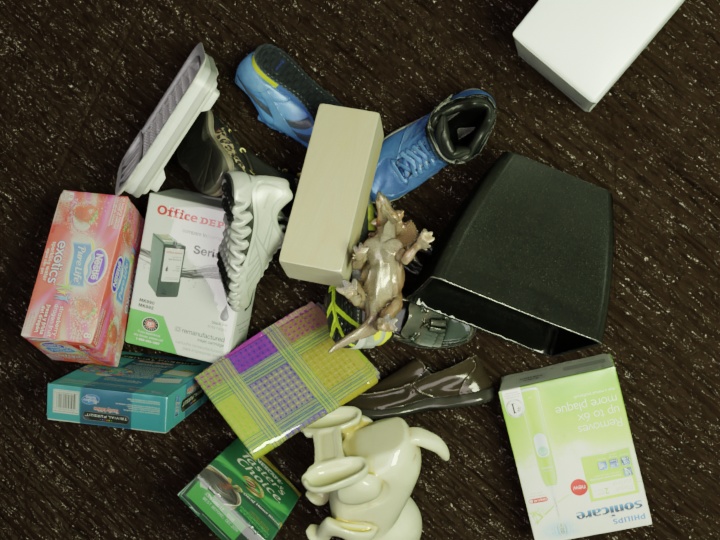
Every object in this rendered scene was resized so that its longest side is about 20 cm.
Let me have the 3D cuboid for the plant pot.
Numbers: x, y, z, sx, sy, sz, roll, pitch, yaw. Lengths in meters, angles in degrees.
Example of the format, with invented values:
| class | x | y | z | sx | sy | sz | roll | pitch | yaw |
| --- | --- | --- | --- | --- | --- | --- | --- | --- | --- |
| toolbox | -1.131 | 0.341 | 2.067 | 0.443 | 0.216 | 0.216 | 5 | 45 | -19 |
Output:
| class | x | y | z | sx | sy | sz | roll | pitch | yaw |
| --- | --- | --- | --- | --- | --- | --- | --- | --- | --- |
| plant pot | 0.189 | -0.022 | 1.186 | 0.199 | 0.200 | 0.178 | 22 | 80 | -2 |

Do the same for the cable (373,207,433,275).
| class | x | y | z | sx | sy | sz | roll | pitch | yaw |
| --- | --- | --- | --- | --- | --- | --- | --- | --- | --- |
| cable | 0.011 | -0.062 | 1.307 | 0.199 | 0.050 | 0.098 | 21 | 83 | -5 |

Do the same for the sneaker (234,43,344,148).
| class | x | y | z | sx | sy | sz | roll | pitch | yaw |
| --- | --- | --- | --- | --- | --- | --- | --- | --- | --- |
| sneaker | -0.077 | -0.196 | 1.292 | 0.200 | 0.066 | 0.078 | 44 | 137 | -7 |

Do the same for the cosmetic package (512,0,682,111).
| class | x | y | z | sx | sy | sz | roll | pitch | yaw |
| --- | --- | --- | --- | --- | --- | --- | --- | --- | --- |
| cosmetic package | 0.280 | -0.296 | 1.139 | 0.123 | 0.200 | 0.200 | 40 | 101 | 3 |

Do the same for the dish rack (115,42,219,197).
| class | x | y | z | sx | sy | sz | roll | pitch | yaw |
| --- | --- | --- | --- | --- | --- | --- | --- | --- | --- |
| dish rack | -0.236 | -0.183 | 1.270 | 0.043 | 0.172 | 0.200 | 31 | 102 | -20 |

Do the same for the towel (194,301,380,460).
| class | x | y | z | sx | sy | sz | roll | pitch | yaw |
| --- | --- | --- | --- | --- | --- | --- | --- | --- | --- |
| towel | -0.088 | 0.133 | 1.270 | 0.200 | 0.023 | 0.144 | -31 | 65 | -23 |

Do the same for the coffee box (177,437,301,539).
| class | x | y | z | sx | sy | sz | roll | pitch | yaw |
| --- | --- | --- | --- | --- | --- | --- | --- | --- | --- |
| coffee box | -0.147 | 0.283 | 1.282 | 0.123 | 0.200 | 0.044 | 45 | 99 | 4 |

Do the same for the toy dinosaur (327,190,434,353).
| class | x | y | z | sx | sy | sz | roll | pitch | yaw |
| --- | --- | --- | --- | --- | --- | --- | --- | --- | --- |
| toy dinosaur | 0.027 | 0.010 | 1.172 | 0.085 | 0.136 | 0.201 | 18 | 87 | 5 |

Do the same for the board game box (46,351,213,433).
| class | x | y | z | sx | sy | sz | roll | pitch | yaw |
| --- | --- | --- | --- | --- | --- | --- | --- | --- | --- |
| board game box | -0.282 | 0.151 | 1.289 | 0.150 | 0.200 | 0.047 | 6 | 98 | 9 |

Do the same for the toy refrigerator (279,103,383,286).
| class | x | y | z | sx | sy | sz | roll | pitch | yaw |
| --- | --- | --- | --- | --- | --- | --- | --- | --- | --- |
| toy refrigerator | -0.031 | -0.087 | 1.194 | 0.076 | 0.070 | 0.201 | 10 | 73 | 9 |

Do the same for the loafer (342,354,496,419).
| class | x | y | z | sx | sy | sz | roll | pitch | yaw |
| --- | --- | --- | --- | --- | --- | --- | --- | --- | --- |
| loafer | 0.071 | 0.147 | 1.300 | 0.199 | 0.073 | 0.072 | -9 | 83 | 8 |

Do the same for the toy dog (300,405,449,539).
| class | x | y | z | sx | sy | sz | roll | pitch | yaw |
| --- | --- | --- | --- | --- | --- | --- | --- | --- | --- |
| toy dog | 0.017 | 0.275 | 1.271 | 0.193 | 0.140 | 0.201 | -17 | 124 | -7 |

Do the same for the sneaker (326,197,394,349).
| class | x | y | z | sx | sy | sz | roll | pitch | yaw |
| --- | --- | --- | --- | --- | --- | --- | --- | --- | --- |
| sneaker | 0.000 | 0.000 | 1.248 | 0.075 | 0.076 | 0.201 | -13 | 71 | 46 |

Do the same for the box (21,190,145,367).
| class | x | y | z | sx | sy | sz | roll | pitch | yaw |
| --- | --- | --- | --- | --- | --- | --- | --- | --- | --- |
| box | -0.346 | 0.010 | 1.294 | 0.094 | 0.103 | 0.201 | 5 | 68 | 10 |

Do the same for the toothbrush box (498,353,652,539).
| class | x | y | z | sx | sy | sz | roll | pitch | yaw |
| --- | --- | --- | --- | --- | --- | --- | --- | --- | --- |
| toothbrush box | 0.265 | 0.220 | 1.262 | 0.145 | 0.086 | 0.201 | -13 | 96 | 11 |

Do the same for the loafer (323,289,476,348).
| class | x | y | z | sx | sy | sz | roll | pitch | yaw |
| --- | --- | --- | --- | --- | --- | --- | --- | --- | --- |
| loafer | 0.048 | 0.061 | 1.291 | 0.199 | 0.063 | 0.072 | 12 | 99 | 8 |

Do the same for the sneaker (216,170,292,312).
| class | x | y | z | sx | sy | sz | roll | pitch | yaw |
| --- | --- | --- | --- | --- | --- | --- | --- | --- | --- |
| sneaker | -0.125 | -0.029 | 1.198 | 0.081 | 0.075 | 0.201 | -6 | 135 | -20 |

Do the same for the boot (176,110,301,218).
| class | x | y | z | sx | sy | sz | roll | pitch | yaw |
| --- | --- | --- | --- | --- | --- | --- | --- | --- | --- |
| boot | -0.145 | -0.127 | 1.280 | 0.150 | 0.200 | 0.073 | 25 | 106 | -31 |

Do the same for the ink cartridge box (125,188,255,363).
| class | x | y | z | sx | sy | sz | roll | pitch | yaw |
| --- | --- | --- | --- | --- | --- | --- | --- | --- | --- |
| ink cartridge box | -0.212 | 0.005 | 1.318 | 0.145 | 0.084 | 0.201 | 12 | 99 | 7 |

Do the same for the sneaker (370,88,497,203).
| class | x | y | z | sx | sy | sz | roll | pitch | yaw |
| --- | --- | --- | --- | --- | --- | --- | --- | --- | --- |
| sneaker | 0.080 | -0.148 | 1.228 | 0.200 | 0.111 | 0.077 | -34 | 98 | 7 |
